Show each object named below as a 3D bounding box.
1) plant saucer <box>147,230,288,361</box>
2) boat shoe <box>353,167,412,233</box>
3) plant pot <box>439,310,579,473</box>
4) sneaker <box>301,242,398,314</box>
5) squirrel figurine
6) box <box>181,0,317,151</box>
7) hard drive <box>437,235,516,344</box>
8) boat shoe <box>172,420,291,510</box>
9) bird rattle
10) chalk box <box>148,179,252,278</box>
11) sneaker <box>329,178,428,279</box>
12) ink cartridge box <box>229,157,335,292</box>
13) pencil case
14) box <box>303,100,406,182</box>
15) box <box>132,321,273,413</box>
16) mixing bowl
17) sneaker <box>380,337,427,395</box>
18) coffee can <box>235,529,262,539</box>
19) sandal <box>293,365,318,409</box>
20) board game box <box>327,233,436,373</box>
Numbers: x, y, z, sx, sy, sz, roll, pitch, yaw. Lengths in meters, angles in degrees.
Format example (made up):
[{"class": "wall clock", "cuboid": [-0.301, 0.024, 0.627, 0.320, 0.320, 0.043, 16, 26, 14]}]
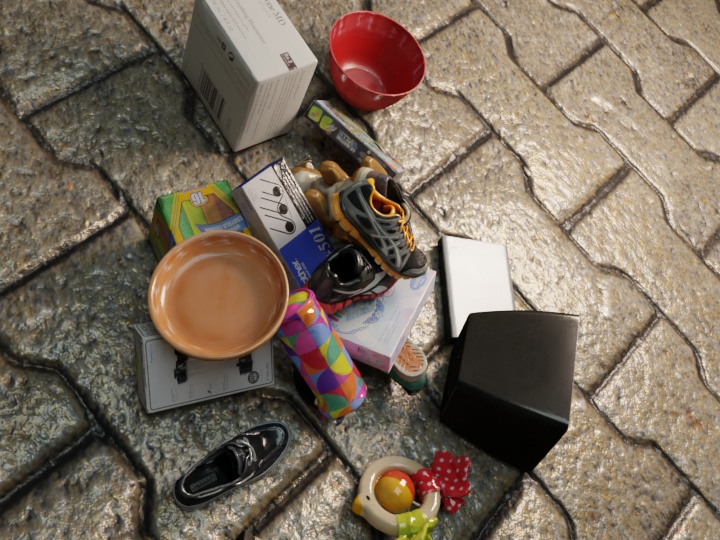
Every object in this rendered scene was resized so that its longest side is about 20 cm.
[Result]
[{"class": "plant saucer", "cuboid": [-0.198, 0.038, 1.173, 0.194, 0.038, 0.205, 2, 59, -3]}, {"class": "boat shoe", "cuboid": [0.049, -0.088, 1.343, 0.064, 0.201, 0.073, 15, 62, 33]}, {"class": "plant pot", "cuboid": [0.232, 0.179, 1.357, 0.173, 0.202, 0.203, 15, 57, 2]}, {"class": "sneaker", "cuboid": [0.000, 0.000, 1.288, 0.198, 0.099, 0.071, -20, 61, -38]}, {"class": "squirrel figurine", "cuboid": [-0.038, -0.116, 1.431, 0.199, 0.183, 0.145, 22, 84, -57]}, {"class": "box", "cuboid": [-0.198, -0.356, 1.455, 0.129, 0.201, 0.201, -26, 74, -31]}, {"class": "hard drive", "cuboid": [0.212, 0.041, 1.509, 0.136, 0.033, 0.205, 8, 60, -19]}, {"class": "boat shoe", "cuboid": [-0.177, 0.271, 1.197, 0.197, 0.068, 0.073, -23, 73, -31]}, {"class": "bird rattle", "cuboid": [0.076, 0.337, 1.253, 0.160, 0.114, 0.201, 24, 51, 12]}, {"class": "chalk box", "cuboid": [-0.234, -0.013, 1.296, 0.122, 0.124, 0.203, -18, 70, -29]}, {"class": "sneaker", "cuboid": [0.043, -0.060, 1.269, 0.199, 0.077, 0.079, 39, 30, -30]}, {"class": "ink cartridge box", "cuboid": [-0.112, -0.062, 1.306, 0.094, 0.044, 0.203, -40, 107, -34]}, {"class": "pencil case", "cuboid": [-0.064, 0.128, 1.236, 0.088, 0.087, 0.203, -41, 115, -35]}, {"class": "box", "cuboid": [-0.007, -0.233, 1.532, 0.199, 0.035, 0.110, 41, 16, 2]}, {"class": "box", "cuboid": [-0.228, 0.124, 1.225, 0.196, 0.060, 0.120, -11, 112, -27]}, {"class": "mixing bowl", "cuboid": [0.016, -0.386, 1.617, 0.195, 0.109, 0.205, 11, 58, -17]}, {"class": "sneaker", "cuboid": [0.041, 0.122, 1.377, 0.070, 0.081, 0.201, -21, 52, -19]}, {"class": "coffee can", "cuboid": [-0.095, 0.450, 1.085, 0.197, 0.147, 0.149, 27, 55, -6]}, {"class": "sandal", "cuboid": [-0.063, 0.121, 1.341, 0.073, 0.045, 0.204, 13, 59, -16]}, {"class": "board game box", "cuboid": [-0.002, 0.047, 1.359, 0.195, 0.044, 0.201, 20, 49, 17]}]
